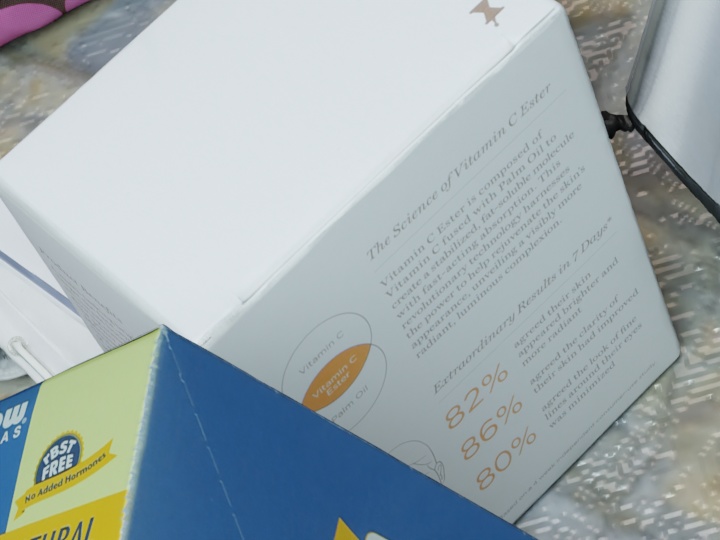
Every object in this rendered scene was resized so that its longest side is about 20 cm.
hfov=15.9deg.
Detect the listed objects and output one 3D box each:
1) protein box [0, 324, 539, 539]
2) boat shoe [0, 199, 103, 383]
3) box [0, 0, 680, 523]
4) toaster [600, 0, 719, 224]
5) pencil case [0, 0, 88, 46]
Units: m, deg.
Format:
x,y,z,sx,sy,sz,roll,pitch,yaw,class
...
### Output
x,y,z,sx,sy,sz,roll,pitch,yaw,class
-0.034,0.156,0.646,0.135,0.200,0.199,-24,46,40,protein box
-0.130,0.008,0.956,0.200,0.074,0.065,33,95,47,boat shoe
0.000,0.000,0.833,0.152,0.200,0.106,-43,54,-13,box
0.195,-0.060,0.815,0.200,0.119,0.181,-17,46,-29,toaster
-0.130,-0.157,1.062,0.200,0.091,0.094,-27,44,-2,pencil case
